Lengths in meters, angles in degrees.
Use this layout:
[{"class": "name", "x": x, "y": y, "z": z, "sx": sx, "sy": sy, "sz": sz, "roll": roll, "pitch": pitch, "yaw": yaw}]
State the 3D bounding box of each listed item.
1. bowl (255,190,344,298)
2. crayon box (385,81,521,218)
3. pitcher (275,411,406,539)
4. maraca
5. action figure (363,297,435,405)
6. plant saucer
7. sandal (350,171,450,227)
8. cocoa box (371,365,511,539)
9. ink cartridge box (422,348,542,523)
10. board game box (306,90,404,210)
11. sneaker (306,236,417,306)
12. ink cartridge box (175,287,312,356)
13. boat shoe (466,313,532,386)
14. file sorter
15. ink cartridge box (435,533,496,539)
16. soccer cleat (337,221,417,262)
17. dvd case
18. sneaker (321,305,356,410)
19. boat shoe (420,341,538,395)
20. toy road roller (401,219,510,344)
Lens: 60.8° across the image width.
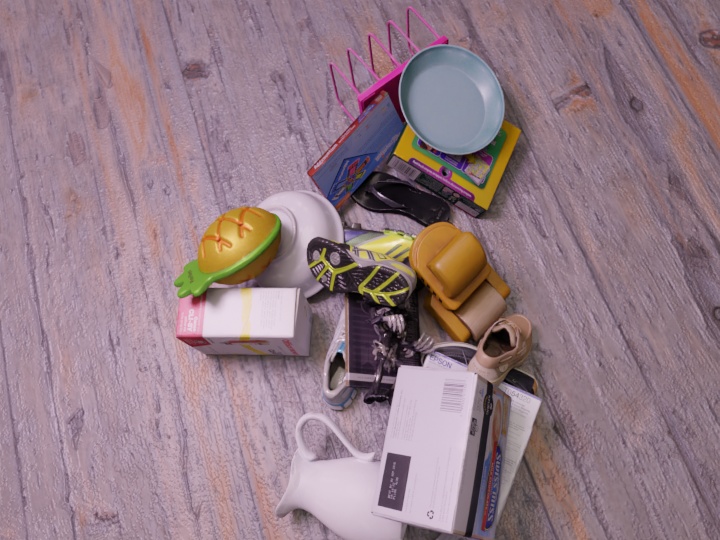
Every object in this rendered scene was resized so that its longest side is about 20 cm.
[{"class": "bowl", "x": -0.133, "y": -0.055, "z": 1.067, "sx": 0.196, "sy": 0.090, "sz": 0.207, "roll": -5, "pitch": 76, "yaw": 22}, {"class": "crayon box", "x": 0.170, "y": -0.224, "z": 1.115, "sx": 0.197, "sy": 0.058, "sz": 0.176, "roll": 29, "pitch": 74, "yaw": -7}, {"class": "pitcher", "x": -0.019, "y": 0.318, "z": 0.937, "sx": 0.194, "sy": 0.121, "sz": 0.177, "roll": 11, "pitch": 98, "yaw": 15}, {"class": "maraca", "x": -0.209, "y": -0.027, "z": 0.971, "sx": 0.198, "sy": 0.108, "sz": 0.137, "roll": -36, "pitch": 28, "yaw": -7}, {"class": "action figure", "x": 0.059, "y": 0.109, "z": 0.964, "sx": 0.117, "sy": 0.101, "sz": 0.205, "roll": 24, "pitch": 62, "yaw": -34}, {"class": "plant saucer", "x": 0.156, "y": -0.294, "z": 1.076, "sx": 0.194, "sy": 0.036, "sz": 0.206, "roll": 3, "pitch": 77, "yaw": -12}, {"class": "sandal", "x": 0.073, "y": -0.137, "z": 1.130, "sx": 0.195, "sy": 0.043, "sz": 0.078, "roll": 18, "pitch": 75, "yaw": 11}, {"class": "cocoa box", "x": 0.117, "y": 0.252, "z": 0.851, "sx": 0.131, "sy": 0.131, "sz": 0.205, "roll": -3, "pitch": 65, "yaw": 38}, {"class": "ink cartridge box", "x": 0.160, "y": 0.257, "z": 0.963, "sx": 0.192, "sy": 0.043, "sz": 0.205, "roll": 22, "pitch": 86, "yaw": 19}, {"class": "board game box", "x": -0.003, "y": -0.212, "z": 1.100, "sx": 0.200, "sy": 0.103, "sz": 0.019, "roll": -48, "pitch": 50, "yaw": -7}, {"class": "sneaker", "x": 0.000, "y": 0.000, "z": 0.980, "sx": 0.196, "sy": 0.076, "sz": 0.077, "roll": 25, "pitch": 114, "yaw": 23}, {"class": "ink cartridge box", "x": -0.187, "y": 0.088, "z": 1.025, "sx": 0.194, "sy": 0.146, "sz": 0.086, "roll": 0, "pitch": 71, "yaw": 6}, {"class": "boat shoe", "x": 0.231, "y": 0.113, "z": 0.970, "sx": 0.070, "sy": 0.066, "sz": 0.199, "roll": 26, "pitch": 34, "yaw": 20}, {"class": "file sorter", "x": 0.053, "y": -0.372, "z": 1.163, "sx": 0.198, "sy": 0.140, "sz": 0.126, "roll": -36, "pitch": 69, "yaw": -7}, {"class": "ink cartridge box", "x": 0.153, "y": 0.443, "z": 0.840, "sx": 0.145, "sy": 0.200, "sz": 0.088, "roll": -42, "pitch": 95, "yaw": -10}, {"class": "soccer cleat", "x": 0.036, "y": -0.034, "z": 1.099, "sx": 0.194, "sy": 0.065, "sz": 0.086, "roll": 10, "pitch": 95, "yaw": 6}, {"class": "dvd case", "x": 0.038, "y": 0.097, "z": 1.027, "sx": 0.145, "sy": 0.016, "sz": 0.206, "roll": 11, "pitch": 67, "yaw": -30}, {"class": "sneaker", "x": -0.019, "y": 0.127, "z": 1.029, "sx": 0.073, "sy": 0.087, "sz": 0.205, "roll": 10, "pitch": 71, "yaw": 11}, {"class": "boat shoe", "x": 0.191, "y": 0.173, "z": 0.995, "sx": 0.195, "sy": 0.076, "sz": 0.063, "roll": 20, "pitch": 34, "yaw": 8}, {"class": "toy road roller", "x": 0.161, "y": 0.016, "z": 0.994, "sx": 0.123, "sy": 0.146, "sz": 0.201, "roll": -42, "pitch": 94, "yaw": -9}]
